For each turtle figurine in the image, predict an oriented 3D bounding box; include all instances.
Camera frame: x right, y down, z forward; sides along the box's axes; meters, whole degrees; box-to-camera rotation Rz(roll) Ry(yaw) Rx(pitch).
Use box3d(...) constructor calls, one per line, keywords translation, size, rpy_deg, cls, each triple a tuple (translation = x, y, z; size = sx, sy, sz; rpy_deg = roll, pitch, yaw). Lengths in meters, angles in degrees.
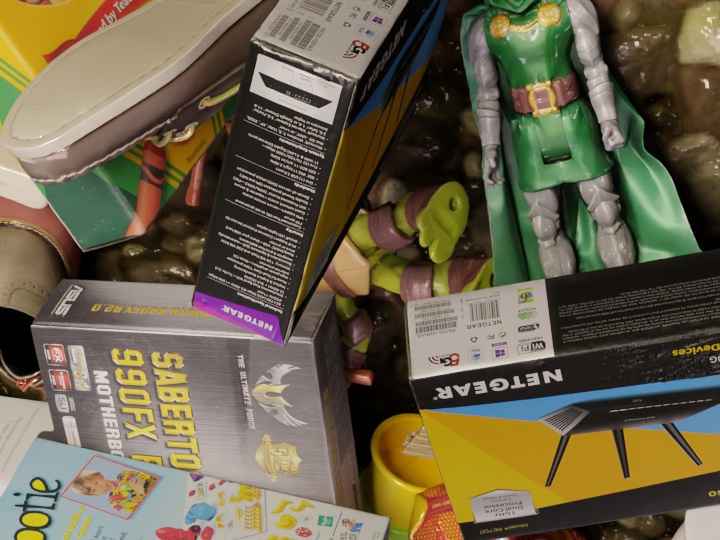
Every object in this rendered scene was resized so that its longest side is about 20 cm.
box3d(translation=(0.000, 0.000, 1.061), size=(0.161, 0.064, 0.201), rpy_deg=(1, 118, 41), cls="turtle figurine")

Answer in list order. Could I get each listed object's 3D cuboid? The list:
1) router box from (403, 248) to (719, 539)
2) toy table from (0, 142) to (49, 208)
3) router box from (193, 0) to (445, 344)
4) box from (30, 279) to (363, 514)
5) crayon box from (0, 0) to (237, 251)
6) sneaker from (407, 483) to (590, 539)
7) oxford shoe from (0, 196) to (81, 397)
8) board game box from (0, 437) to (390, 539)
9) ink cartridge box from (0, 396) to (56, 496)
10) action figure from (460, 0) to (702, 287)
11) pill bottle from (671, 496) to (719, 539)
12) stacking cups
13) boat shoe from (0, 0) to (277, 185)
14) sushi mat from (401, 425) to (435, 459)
box3d(translation=(0.133, 0.060, 0.958), size=(0.199, 0.051, 0.150), rpy_deg=(-10, 140, 9), cls="router box")
box3d(translation=(-0.232, -0.101, 1.032), size=(0.199, 0.117, 0.185), rpy_deg=(10, 129, 10), cls="toy table")
box3d(translation=(-0.008, -0.086, 0.904), size=(0.051, 0.200, 0.150), rpy_deg=(22, 131, 6), cls="router box")
box3d(translation=(-0.083, 0.103, 1.084), size=(0.157, 0.048, 0.201), rpy_deg=(4, 123, 15), cls="box")
box3d(translation=(-0.147, -0.127, 0.973), size=(0.051, 0.127, 0.200), rpy_deg=(-13, 123, 38), cls="crayon box")
box3d(translation=(0.089, 0.175, 1.151), size=(0.077, 0.073, 0.200), rpy_deg=(-8, 139, 27), cls="sneaker")
box3d(translation=(-0.185, 0.042, 1.130), size=(0.070, 0.075, 0.200), rpy_deg=(4, 147, 15), cls="oxford shoe")
box3d(translation=(-0.095, 0.178, 1.043), size=(0.199, 0.105, 0.103), rpy_deg=(12, 126, 9), cls="board game box")
box3d(translation=(-0.156, 0.166, 1.231), size=(0.199, 0.084, 0.146), rpy_deg=(7, 127, 12), cls="ink cartridge box")
box3d(translation=(0.095, -0.064, 0.969), size=(0.117, 0.055, 0.201), rpy_deg=(-14, 102, 13), cls="action figure")
box3d(translation=(0.221, 0.185, 1.066), size=(0.119, 0.120, 0.200), rpy_deg=(4, 145, 15), cls="pill bottle")
box3d(translation=(0.014, 0.176, 1.198), size=(0.060, 0.061, 0.201), rpy_deg=(19, 130, 3), cls="stacking cups")
box3d(translation=(-0.087, -0.096, 0.940), size=(0.072, 0.200, 0.060), rpy_deg=(13, 135, 36), cls="boat shoe")
box3d(translation=(0.127, 0.100, 1.071), size=(0.199, 0.012, 0.096), rpy_deg=(13, 156, -16), cls="sushi mat")
